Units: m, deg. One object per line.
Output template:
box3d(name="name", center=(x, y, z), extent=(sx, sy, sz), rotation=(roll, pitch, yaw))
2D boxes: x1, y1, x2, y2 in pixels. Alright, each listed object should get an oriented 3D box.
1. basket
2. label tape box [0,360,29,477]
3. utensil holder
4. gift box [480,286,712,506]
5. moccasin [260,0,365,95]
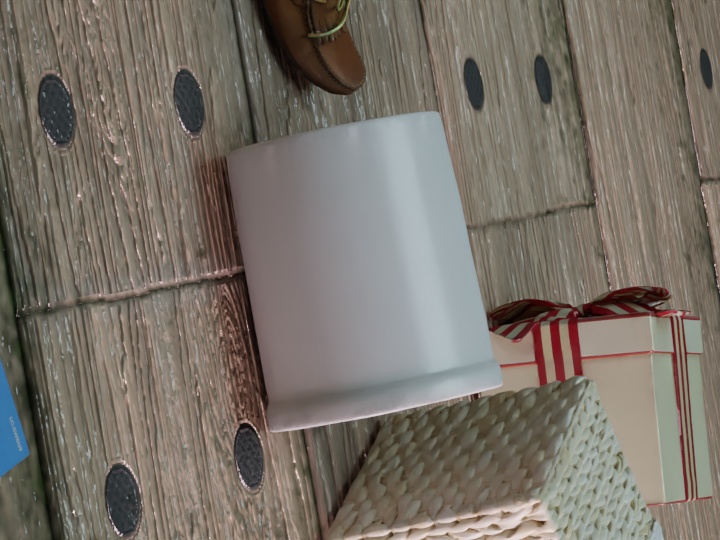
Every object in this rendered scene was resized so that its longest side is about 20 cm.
box3d(name="basket", center=(0.098, 0.206, 2.197), extent=(0.161, 0.197, 0.200), rotation=(67, 26, -21))
box3d(name="label tape box", center=(-0.261, 0.074, 1.541), extent=(0.200, 0.063, 0.145), rotation=(-45, 122, -63))
box3d(name="utensil holder", center=(0.000, 0.000, 2.072), extent=(0.170, 0.169, 0.201), rotation=(-11, 90, -68))
box3d(name="gift box", center=(0.202, 0.111, 2.501), extent=(0.200, 0.184, 0.188), rotation=(13, 71, -73))
box3d(name="moccasin", center=(-0.035, -0.222, 2.190), extent=(0.074, 0.077, 0.202), rotation=(-60, 136, -57))
